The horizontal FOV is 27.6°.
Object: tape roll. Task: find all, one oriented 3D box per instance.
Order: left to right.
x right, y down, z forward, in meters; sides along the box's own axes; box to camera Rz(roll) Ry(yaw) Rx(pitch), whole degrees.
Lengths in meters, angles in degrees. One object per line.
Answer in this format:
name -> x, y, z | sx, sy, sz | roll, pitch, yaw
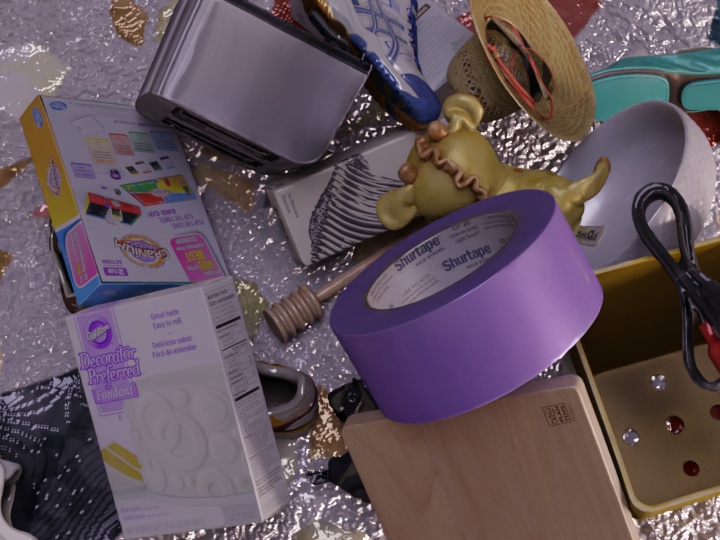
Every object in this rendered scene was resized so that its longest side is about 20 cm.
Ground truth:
tape roll -> 0.081, 0.025, 1.137 | 0.199, 0.200, 0.085 | -34, 107, -12

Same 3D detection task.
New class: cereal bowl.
cereal bowl -> 0.244, -0.049, 1.316 | 0.083, 0.200, 0.201 | 34, 68, -23

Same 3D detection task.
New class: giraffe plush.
giraffe plush -> 0.101, -0.060, 1.271 | 0.162, 0.200, 0.173 | 30, 69, -13

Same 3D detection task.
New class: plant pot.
plant pot -> 0.280, 0.105, 1.240 | 0.199, 0.177, 0.201 | -15, 68, -5

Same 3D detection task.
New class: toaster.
toaster -> -0.108, -0.173, 1.333 | 0.199, 0.181, 0.119 | 26, 83, -13

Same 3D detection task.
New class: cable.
cable -> 0.272, 0.023, 1.170 | 0.097, 0.050, 0.200 | -40, 58, 4

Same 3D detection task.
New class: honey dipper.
honey dipper -> 0.000, 0.000, 1.372 | 0.199, 0.038, 0.038 | -33, 70, -16

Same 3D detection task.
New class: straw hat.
straw hat -> 0.126, -0.183, 1.342 | 0.085, 0.200, 0.202 | -32, 63, 32

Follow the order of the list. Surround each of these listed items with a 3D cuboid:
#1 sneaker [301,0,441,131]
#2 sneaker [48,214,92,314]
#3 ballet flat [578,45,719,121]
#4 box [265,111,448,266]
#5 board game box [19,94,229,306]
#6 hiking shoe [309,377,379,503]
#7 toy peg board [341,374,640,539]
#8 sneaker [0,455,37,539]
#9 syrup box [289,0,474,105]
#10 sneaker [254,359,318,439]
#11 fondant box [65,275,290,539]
sneaker -> 0.026, -0.219, 1.350 | 0.088, 0.075, 0.200 | -31, 68, -12
sneaker -> -0.257, -0.044, 1.367 | 0.070, 0.076, 0.201 | -19, 68, 7
ballet flat -> 0.300, -0.186, 1.431 | 0.199, 0.068, 0.071 | -4, 43, 0
box -> 0.017, -0.080, 1.370 | 0.199, 0.068, 0.083 | -25, 101, -7
board game box -> -0.216, -0.063, 1.350 | 0.152, 0.040, 0.201 | 2, 58, -45
hiking shoe -> 0.024, 0.108, 1.300 | 0.100, 0.076, 0.201 | 18, 70, 5
toy peg board -> 0.118, 0.167, 1.191 | 0.198, 0.201, 0.098 | -13, 24, 23
sneaker -> -0.347, 0.174, 1.289 | 0.088, 0.074, 0.201 | -27, 79, -10
syrup box -> 0.023, -0.238, 1.444 | 0.200, 0.079, 0.081 | 41, 74, 17
sneaker -> -0.136, 0.106, 1.298 | 0.198, 0.090, 0.075 | -1, 67, 1
fondant box -> -0.154, 0.117, 1.237 | 0.143, 0.058, 0.201 | -12, 94, 27
